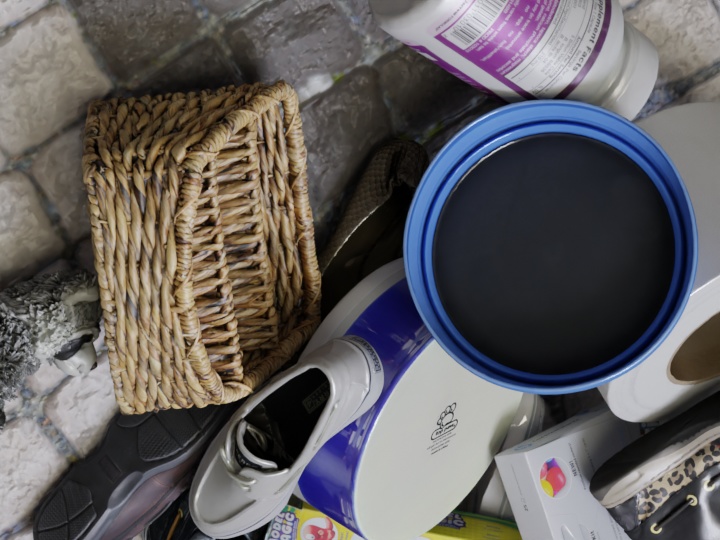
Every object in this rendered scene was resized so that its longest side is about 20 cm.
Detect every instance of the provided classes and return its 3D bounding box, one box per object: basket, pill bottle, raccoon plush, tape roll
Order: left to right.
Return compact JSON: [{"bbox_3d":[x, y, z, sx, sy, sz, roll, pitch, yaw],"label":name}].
[{"bbox_3d":[-0.263,0.020,1.582,0.200,0.097,0.134,39,88,-34],"label":"raccoon plush"},{"bbox_3d":[-0.102,-0.011,1.580,0.148,0.143,0.201,-5,117,-1],"label":"basket"},{"bbox_3d":[0.111,-0.172,1.631,0.199,0.112,0.113,29,102,-33],"label":"pill bottle"},{"bbox_3d":[0.233,-0.004,1.711,0.202,0.140,0.203,-24,152,-14],"label":"tape roll"}]

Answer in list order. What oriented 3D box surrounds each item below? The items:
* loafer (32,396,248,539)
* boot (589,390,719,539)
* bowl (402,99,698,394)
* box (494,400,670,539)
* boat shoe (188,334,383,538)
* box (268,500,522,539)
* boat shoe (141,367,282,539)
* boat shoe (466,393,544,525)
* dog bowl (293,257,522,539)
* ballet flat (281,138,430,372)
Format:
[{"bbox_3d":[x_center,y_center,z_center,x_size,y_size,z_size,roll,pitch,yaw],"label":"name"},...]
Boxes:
[{"bbox_3d":[-0.152,0.140,1.713,0.200,0.072,0.063,-43,144,9],"label":"loafer"},{"bbox_3d":[0.286,0.167,1.723,0.199,0.073,0.151,-30,100,12],"label":"boot"},{"bbox_3d":[0.129,-0.015,1.599,0.200,0.201,0.039,-40,166,0],"label":"bowl"},{"bbox_3d":[0.207,0.178,1.795,0.199,0.041,0.157,-23,95,-38],"label":"box"},{"bbox_3d":[-0.063,0.121,1.613,0.200,0.072,0.066,-41,166,33],"label":"boat shoe"},{"bbox_3d":[0.016,0.234,1.807,0.198,0.048,0.118,11,114,-4],"label":"box"},{"bbox_3d":[-0.076,0.153,1.729,0.071,0.091,0.201,35,98,-34],"label":"boat shoe"},{"bbox_3d":[0.125,0.176,1.832,0.068,0.072,0.201,7,114,-7],"label":"boat shoe"},{"bbox_3d":[0.033,0.095,1.705,0.200,0.079,0.201,-37,143,-34],"label":"dog bowl"},{"bbox_3d":[0.000,0.000,1.694,0.067,0.046,0.201,23,95,-28],"label":"ballet flat"}]
